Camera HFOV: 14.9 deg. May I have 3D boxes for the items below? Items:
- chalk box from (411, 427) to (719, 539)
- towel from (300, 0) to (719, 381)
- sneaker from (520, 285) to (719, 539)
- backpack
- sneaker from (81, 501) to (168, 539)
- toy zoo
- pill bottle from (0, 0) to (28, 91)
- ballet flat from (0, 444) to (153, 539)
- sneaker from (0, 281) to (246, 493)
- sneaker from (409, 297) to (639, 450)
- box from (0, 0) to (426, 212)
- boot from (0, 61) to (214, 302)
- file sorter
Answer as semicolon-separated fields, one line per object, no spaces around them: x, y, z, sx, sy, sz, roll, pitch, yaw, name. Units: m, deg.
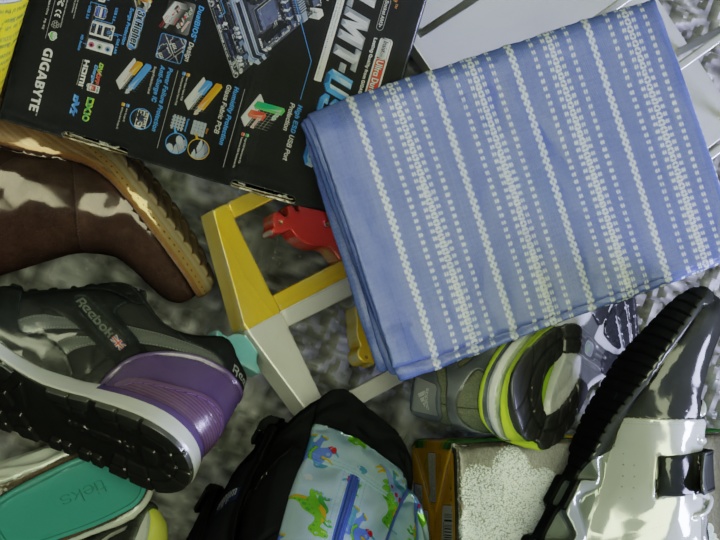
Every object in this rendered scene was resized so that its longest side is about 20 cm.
0.137;0.148;1.493;0.199;0.124;0.125;-1;87;-9;chalk box
0.081;-0.041;1.403;0.199;0.024;0.145;-19;90;-10;towel
0.149;0.107;1.402;0.088;0.074;0.200;27;92;-7;sneaker
-0.038;0.187;1.403;0.154;0.200;0.163;40;121;-4;backpack
-0.133;0.224;1.482;0.090;0.078;0.201;21;78;-33;sneaker
0.000;0.000;1.498;0.200;0.020;0.131;-26;91;-27;toy zoo
-0.233;-0.109;1.380;0.112;0.112;0.200;17;109;-7;pill bottle
-0.205;0.134;1.472;0.199;0.069;0.070;-20;91;-4;ballet flat
-0.155;0.041;1.449;0.200;0.076;0.088;25;54;13;sneaker
0.093;0.034;1.475;0.081;0.200;0.074;4;108;27;sneaker
-0.066;-0.146;1.408;0.198;0.050;0.201;15;108;-4;box
-0.197;-0.017;1.489;0.166;0.072;0.200;-43;96;5;boot
0.120;-0.134;1.490;0.139;0.125;0.200;-36;93;-18;file sorter
